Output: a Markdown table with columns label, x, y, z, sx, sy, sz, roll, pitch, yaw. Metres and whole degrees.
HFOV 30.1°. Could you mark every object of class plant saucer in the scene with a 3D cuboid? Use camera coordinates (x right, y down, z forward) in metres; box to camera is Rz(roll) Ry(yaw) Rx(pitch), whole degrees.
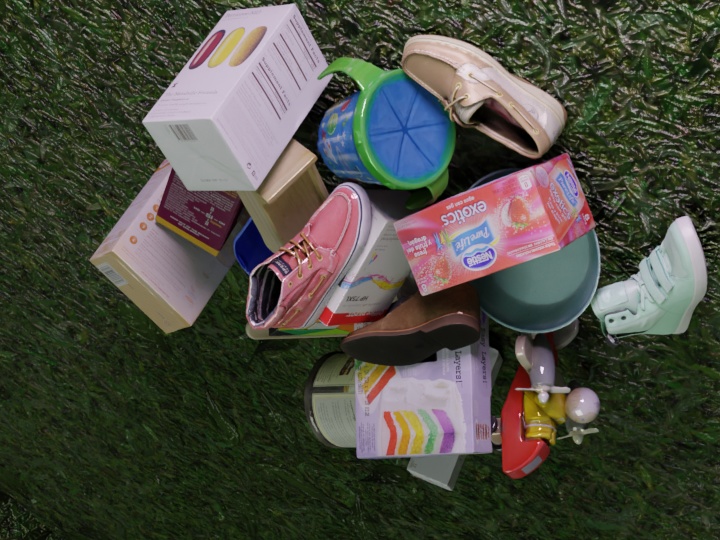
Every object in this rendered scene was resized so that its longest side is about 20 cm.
| label | x | y | z | sx | sy | sz | roll | pitch | yaw |
| --- | --- | --- | --- | --- | --- | --- | --- | --- | --- |
| plant saucer | 0.201 | -0.026 | 1.591 | 0.199 | 0.036 | 0.202 | 12 | 112 | 32 |

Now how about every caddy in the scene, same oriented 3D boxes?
| label | x | y | z | sx | sy | sz | roll | pitch | yaw |
| --- | --- | --- | --- | --- | --- | --- | --- | --- | --- |
| caddy | -0.093 | -0.034 | 1.818 | 0.141 | 0.105 | 0.200 | 34 | 147 | -6 |

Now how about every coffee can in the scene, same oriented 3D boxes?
| label | x | y | z | sx | sy | sz | roll | pitch | yaw |
| --- | --- | --- | --- | --- | --- | --- | --- | --- | --- |
| coffee can | 0.036 | 0.190 | 1.975 | 0.199 | 0.147 | 0.147 | -6 | 133 | 44 |

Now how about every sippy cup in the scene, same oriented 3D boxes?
| label | x | y | z | sx | sy | sz | roll | pitch | yaw |
| --- | --- | --- | --- | --- | --- | --- | --- | --- | --- |
| sippy cup | 0.020 | -0.157 | 1.551 | 0.130 | 0.139 | 0.180 | -3 | 93 | 55 |

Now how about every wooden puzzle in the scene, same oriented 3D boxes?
| label | x | y | z | sx | sy | sz | roll | pitch | yaw |
| --- | --- | --- | --- | --- | --- | --- | --- | --- | --- |
| wooden puzzle | -0.051 | 0.064 | 1.870 | 0.183 | 0.038 | 0.200 | -1 | 162 | -20 |

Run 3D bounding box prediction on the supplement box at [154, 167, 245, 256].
| label | x | y | z | sx | sy | sz | roll | pitch | yaw |
| --- | --- | --- | --- | --- | --- | --- | --- | --- | --- |
| supplement box | -0.180 | -0.134 | 1.736 | 0.103 | 0.131 | 0.200 | 30 | 148 | -2 |

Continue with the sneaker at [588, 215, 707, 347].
| label | x | y | z | sx | sy | sz | roll | pitch | yaw |
| --- | --- | --- | --- | --- | --- | --- | --- | --- | --- |
| sneaker | 0.326 | 0.019 | 1.533 | 0.117 | 0.074 | 0.201 | -9 | 144 | -4 |

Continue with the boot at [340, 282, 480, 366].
| label | x | y | z | sx | sy | sz | roll | pitch | yaw |
| --- | --- | --- | --- | --- | --- | --- | --- | --- | --- |
| boot | 0.064 | 0.065 | 1.650 | 0.199 | 0.076 | 0.074 | -16 | 142 | 32 |

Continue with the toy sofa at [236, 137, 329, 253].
| label | x | y | z | sx | sy | sz | roll | pitch | yaw |
| --- | --- | --- | --- | --- | --- | --- | --- | --- | --- |
| toy sofa | -0.084 | -0.079 | 1.630 | 0.097 | 0.083 | 0.200 | 39 | 165 | 35 |

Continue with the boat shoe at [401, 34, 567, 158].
| label | x | y | z | sx | sy | sz | roll | pitch | yaw |
| --- | --- | --- | --- | --- | --- | --- | --- | --- | --- |
| boat shoe | 0.129 | -0.190 | 1.464 | 0.199 | 0.067 | 0.074 | 27 | 147 | 7 |

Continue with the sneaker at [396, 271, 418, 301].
| label | x | y | z | sx | sy | sz | roll | pitch | yaw |
| --- | --- | --- | --- | --- | --- | --- | --- | --- | --- |
| sneaker | 0.077 | 0.040 | 1.767 | 0.072 | 0.071 | 0.200 | 16 | 160 | 28 |

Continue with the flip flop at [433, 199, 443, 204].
| label | x | y | z | sx | sy | sz | roll | pitch | yaw |
| --- | --- | --- | --- | --- | --- | --- | --- | --- | --- |
| flip flop | 0.088 | -0.049 | 1.695 | 0.198 | 0.058 | 0.081 | 5 | 139 | 35 |

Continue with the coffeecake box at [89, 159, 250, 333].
| label | x | y | z | sx | sy | sz | roll | pitch | yaw |
| --- | --- | --- | --- | --- | --- | --- | --- | --- | --- |
| coffeecake box | -0.253 | -0.042 | 1.852 | 0.154 | 0.201 | 0.073 | 46 | 146 | -21 |

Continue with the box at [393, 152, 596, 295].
| label | x | y | z | sx | sy | sz | roll | pitch | yaw |
| --- | --- | --- | --- | --- | --- | --- | --- | --- | --- |
| box | 0.152 | -0.052 | 1.531 | 0.199 | 0.102 | 0.095 | -20 | 94 | 37 |

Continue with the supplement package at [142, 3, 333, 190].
| label | x | y | z | sx | sy | sz | roll | pitch | yaw |
| --- | --- | --- | --- | --- | --- | --- | --- | --- | --- |
| supplement package | -0.138 | -0.200 | 1.544 | 0.113 | 0.201 | 0.110 | 2 | 138 | 36 |

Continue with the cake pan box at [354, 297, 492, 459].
| label | x | y | z | sx | sy | sz | roll | pitch | yaw |
| --- | --- | --- | --- | --- | --- | --- | --- | --- | --- |
| cake pan box | 0.077 | 0.136 | 1.690 | 0.183 | 0.202 | 0.052 | -6 | 169 | 34 |

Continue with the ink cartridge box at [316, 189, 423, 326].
| label | x | y | z | sx | sy | sz | roll | pitch | yaw |
| --- | --- | --- | --- | --- | --- | --- | --- | --- | --- |
| ink cartridge box | 0.000 | 0.000 | 1.651 | 0.067 | 0.116 | 0.201 | 43 | 117 | 29 |

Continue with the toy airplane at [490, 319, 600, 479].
| label | x | y | z | sx | sy | sz | roll | pitch | yaw |
| --- | --- | --- | --- | --- | --- | --- | --- | --- | --- |
| toy airplane | 0.245 | 0.149 | 1.708 | 0.140 | 0.200 | 0.201 | 14 | 116 | 31 |

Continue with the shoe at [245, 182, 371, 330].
| label | x | y | z | sx | sy | sz | roll | pitch | yaw |
| --- | --- | --- | --- | --- | --- | --- | --- | --- | --- |
| shoe | -0.063 | -0.013 | 1.566 | 0.071 | 0.091 | 0.201 | 42 | 117 | 28 |

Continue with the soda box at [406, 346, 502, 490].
| label | x | y | z | sx | sy | sz | roll | pitch | yaw |
| --- | --- | --- | --- | --- | --- | --- | --- | --- | --- |
| soda box | 0.132 | 0.198 | 1.851 | 0.063 | 0.202 | 0.068 | 19 | 169 | 15 |
